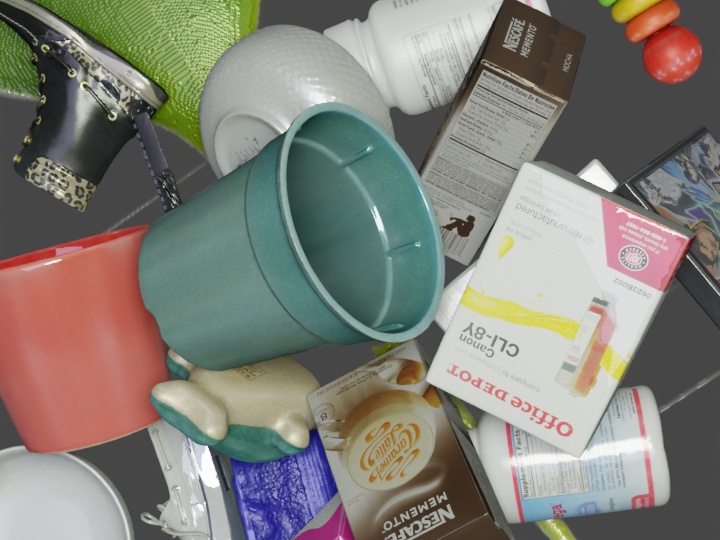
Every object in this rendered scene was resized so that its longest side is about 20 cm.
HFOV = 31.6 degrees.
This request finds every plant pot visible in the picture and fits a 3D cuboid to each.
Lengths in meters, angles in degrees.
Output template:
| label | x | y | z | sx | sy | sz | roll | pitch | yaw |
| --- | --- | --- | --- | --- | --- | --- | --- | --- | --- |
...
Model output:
| label | x | y | z | sx | sy | sz | roll | pitch | yaw |
| --- | --- | --- | --- | --- | --- | --- | --- | --- | --- |
| plant pot | -0.267 | 0.066 | 1.189 | 0.200 | 0.200 | 0.177 | -13 | 97 | 8 |
| plant pot | -0.068 | -0.012 | 1.059 | 0.196 | 0.200 | 0.200 | -20 | 85 | 35 |

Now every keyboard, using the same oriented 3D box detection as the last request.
| label | x | y | z | sx | sy | sz | roll | pitch | yaw |
| --- | --- | --- | --- | --- | --- | --- | --- | --- | --- |
| keyboard | -0.172 | -0.051 | 1.188 | 0.021 | 0.127 | 0.200 | -22 | 97 | -9 |

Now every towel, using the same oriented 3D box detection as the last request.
| label | x | y | z | sx | sy | sz | roll | pitch | yaw |
| --- | --- | --- | --- | --- | --- | --- | --- | --- | --- |
| towel | -0.018 | 0.217 | 1.210 | 0.200 | 0.050 | 0.148 | -18 | 86 | 8 |

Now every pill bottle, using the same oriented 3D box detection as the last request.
| label | x | y | z | sx | sy | sz | roll | pitch | yaw |
| --- | --- | --- | --- | --- | --- | --- | --- | --- | --- |
| pill bottle | 0.074 | -0.211 | 1.177 | 0.200 | 0.113 | 0.113 | -18 | 86 | 7 |
| pill bottle | 0.172 | 0.171 | 1.153 | 0.200 | 0.109 | 0.109 | -9 | 87 | 9 |

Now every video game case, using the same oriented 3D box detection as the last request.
| label | x | y | z | sx | sy | sz | roll | pitch | yaw |
| --- | --- | --- | --- | --- | --- | --- | --- | --- | --- |
| video game case | 0.325 | -0.022 | 1.111 | 0.200 | 0.181 | 0.026 | 52 | 132 | 7 |

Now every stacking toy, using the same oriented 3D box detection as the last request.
| label | x | y | z | sx | sy | sz | roll | pitch | yaw |
| --- | --- | --- | --- | --- | --- | --- | --- | --- | --- |
| stacking toy | 0.252 | -0.264 | 1.173 | 0.085 | 0.085 | 0.200 | -32 | 88 | 6 |

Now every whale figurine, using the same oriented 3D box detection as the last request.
| label | x | y | z | sx | sy | sz | roll | pitch | yaw |
| --- | --- | --- | --- | --- | --- | --- | --- | --- | --- |
| whale figurine | -0.119 | 0.129 | 1.149 | 0.159 | 0.200 | 0.104 | 33 | 107 | 15 |

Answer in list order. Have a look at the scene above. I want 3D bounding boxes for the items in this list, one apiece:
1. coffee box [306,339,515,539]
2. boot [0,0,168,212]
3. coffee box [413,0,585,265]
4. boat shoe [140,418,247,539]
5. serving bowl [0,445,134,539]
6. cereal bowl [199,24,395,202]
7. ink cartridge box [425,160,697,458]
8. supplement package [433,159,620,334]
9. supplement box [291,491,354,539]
| label | x | y | z | sx | sy | sz | roll | pitch | yaw |
| --- | --- | --- | --- | --- | --- | --- | --- | --- | --- |
| coffee box | 0.042 | 0.172 | 1.084 | 0.114 | 0.080 | 0.200 | -30 | 45 | 6 |
| boot | -0.311 | -0.169 | 1.250 | 0.203 | 0.073 | 0.154 | 33 | 92 | 1 |
| coffee box | 0.111 | -0.119 | 1.104 | 0.080 | 0.113 | 0.200 | 25 | 132 | -2 |
| boat shoe | -0.166 | 0.229 | 1.220 | 0.086 | 0.075 | 0.202 | -19 | 83 | 7 |
| serving bowl | -0.310 | 0.267 | 1.244 | 0.200 | 0.066 | 0.200 | 0 | 89 | 9 |
| cereal bowl | -0.071 | -0.116 | 1.159 | 0.200 | 0.083 | 0.200 | 18 | 127 | 26 |
| ink cartridge box | 0.162 | 0.030 | 1.034 | 0.145 | 0.083 | 0.200 | 27 | 103 | 13 |
| supplement package | 0.175 | 0.013 | 1.151 | 0.200 | 0.120 | 0.121 | -40 | 83 | 6 |
| supplement box | 0.029 | 0.303 | 1.141 | 0.200 | 0.101 | 0.103 | 41 | 106 | -9 |
